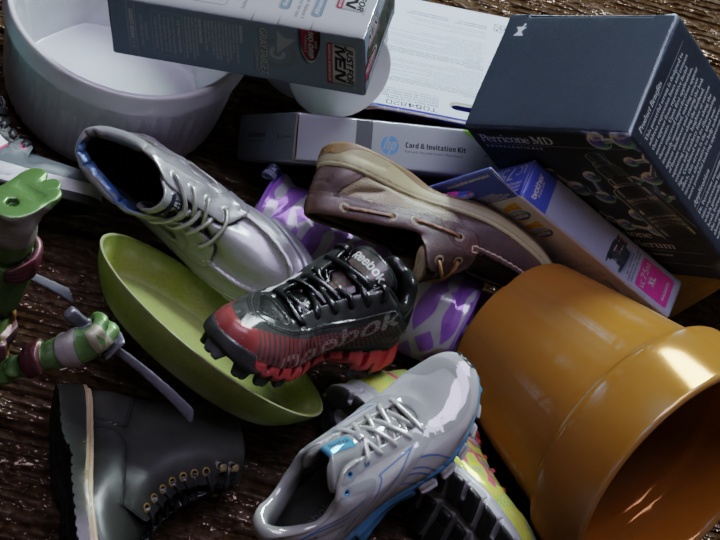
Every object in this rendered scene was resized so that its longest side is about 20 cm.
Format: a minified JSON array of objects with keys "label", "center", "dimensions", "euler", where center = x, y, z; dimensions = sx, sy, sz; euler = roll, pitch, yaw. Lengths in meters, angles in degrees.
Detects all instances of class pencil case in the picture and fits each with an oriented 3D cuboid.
[{"label":"pencil case","center":[0.000,0.000,1.648],"dimensions":[0.199,0.084,0.086],"euler":[30,25,4]}]

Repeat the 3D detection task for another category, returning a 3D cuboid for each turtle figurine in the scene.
[{"label":"turtle figurine","center":[-0.219,0.002,1.414],"dimensions":[0.198,0.195,0.144],"euler":[-7,41,-16]}]

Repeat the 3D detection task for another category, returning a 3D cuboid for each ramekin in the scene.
[{"label":"ramekin","center":[-0.190,-0.171,1.705],"dimensions":[0.199,0.105,0.201],"euler":[11,48,-12]}]

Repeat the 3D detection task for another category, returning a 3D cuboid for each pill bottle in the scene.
[{"label":"pill bottle","center":[-0.042,-0.210,1.756],"dimensions":[0.112,0.114,0.200],"euler":[1,32,-20]}]

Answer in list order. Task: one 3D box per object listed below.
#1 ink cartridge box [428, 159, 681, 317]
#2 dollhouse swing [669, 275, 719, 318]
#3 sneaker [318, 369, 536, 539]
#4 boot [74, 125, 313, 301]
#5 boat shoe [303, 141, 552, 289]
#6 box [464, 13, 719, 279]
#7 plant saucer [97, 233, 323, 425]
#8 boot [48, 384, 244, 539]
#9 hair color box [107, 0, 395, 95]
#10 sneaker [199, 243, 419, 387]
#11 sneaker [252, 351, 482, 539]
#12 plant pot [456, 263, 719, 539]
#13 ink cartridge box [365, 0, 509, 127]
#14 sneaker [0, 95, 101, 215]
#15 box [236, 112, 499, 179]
[{"label":"ink cartridge box","center":[0.136,-0.023,1.636],"dimensions":[0.199,0.119,0.042],"euler":[35,64,-26]},{"label":"dollhouse swing","center":[0.293,-0.086,1.784],"dimensions":[0.199,0.182,0.177],"euler":[-28,84,-37]},{"label":"sneaker","center":[0.066,0.140,1.550],"dimensions":[0.200,0.078,0.090],"euler":[46,43,18]},{"label":"boot","center":[-0.126,-0.036,1.576],"dimensions":[0.199,0.074,0.095],"euler":[34,6,18]},{"label":"boat shoe","center":[0.048,-0.020,1.586],"dimensions":[0.199,0.072,0.072],"euler":[29,65,-17]},{"label":"box","center":[0.199,-0.092,1.615],"dimensions":[0.148,0.200,0.108],"euler":[6,61,40]},{"label":"plant saucer","center":[-0.113,0.049,1.529],"dimensions":[0.200,0.031,0.200],"euler":[37,9,-7]},{"label":"boot","center":[-0.134,0.158,1.451],"dimensions":[0.137,0.078,0.201],"euler":[3,50,-17]},{"label":"hair color box","center":[-0.080,-0.201,1.622],"dimensions":[0.198,0.061,0.099],"euler":[10,49,10]},{"label":"sneaker","center":[-0.029,0.026,1.497],"dimensions":[0.200,0.098,0.071],"euler":[-3,44,-52]},{"label":"sneaker","center":[0.005,0.127,1.464],"dimensions":[0.200,0.087,0.075],"euler":[-46,62,-9]},{"label":"plant pot","center":[0.171,0.096,1.556],"dimensions":[0.199,0.201,0.183],"euler":[-20,49,-34]},{"label":"ink cartridge box","center":[0.102,-0.155,1.808],"dimensions":[0.198,0.041,0.201],"euler":[12,34,-1]},{"label":"sneaker","center":[-0.280,-0.119,1.621],"dimensions":[0.198,0.084,0.122],"euler":[16,77,-6]},{"label":"box","center":[0.019,-0.096,1.695],"dimensions":[0.198,0.156,0.042],"euler":[5,92,-19]}]
